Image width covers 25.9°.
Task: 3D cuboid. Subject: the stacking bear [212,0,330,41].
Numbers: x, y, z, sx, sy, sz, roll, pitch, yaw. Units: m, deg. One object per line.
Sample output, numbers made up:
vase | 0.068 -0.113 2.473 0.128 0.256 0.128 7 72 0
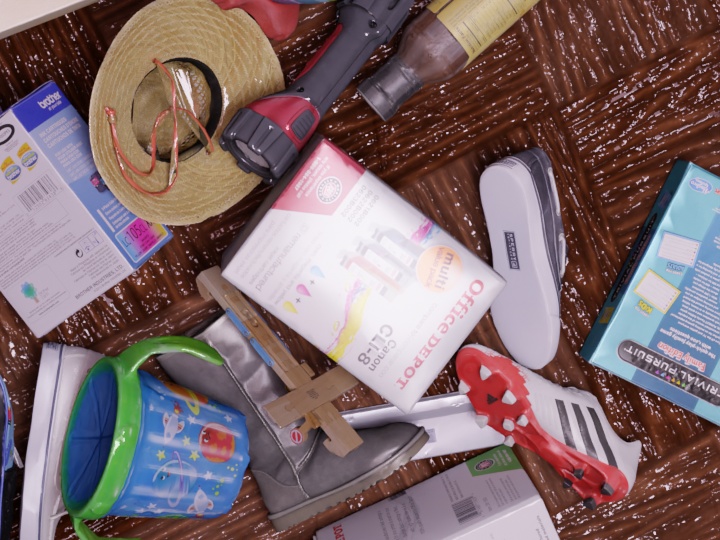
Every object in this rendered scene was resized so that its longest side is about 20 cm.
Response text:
stacking bear | -0.013 -0.275 1.284 0.199 0.121 0.114 -9 72 31

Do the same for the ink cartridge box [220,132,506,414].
ink cartridge box | 0.000 0.000 1.345 0.200 0.145 0.145 37 92 -8

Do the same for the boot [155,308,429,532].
boot | -0.060 0.113 1.391 0.181 0.073 0.200 -28 91 7

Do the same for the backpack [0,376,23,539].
backpack | -0.379 0.147 1.340 0.182 0.135 0.201 6 97 -2

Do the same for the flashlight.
flashlight | -0.038 -0.167 1.340 0.068 0.068 0.200 36 71 0

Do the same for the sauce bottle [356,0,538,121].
sauce bottle | 0.082 -0.212 1.367 0.200 0.065 0.065 -40 98 3

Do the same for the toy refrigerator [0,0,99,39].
toy refrigerator | -0.239 -0.264 1.325 0.199 0.070 0.076 -24 98 -11

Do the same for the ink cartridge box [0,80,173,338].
ink cartridge box | -0.276 -0.063 1.327 0.136 0.076 0.200 -32 101 32

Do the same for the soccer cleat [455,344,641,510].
soccer cleat | 0.170 0.128 1.412 0.200 0.069 0.085 40 50 -2

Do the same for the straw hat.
straw hat | -0.168 -0.138 1.340 0.201 0.085 0.202 -5 98 -38

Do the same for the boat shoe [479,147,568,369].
boat shoe | 0.155 -0.011 1.395 0.068 0.072 0.201 -28 115 -38

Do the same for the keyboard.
keyboard | 0.057 0.145 1.436 0.199 0.011 0.057 -9 102 -3

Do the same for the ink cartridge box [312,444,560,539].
ink cartridge box | 0.069 0.248 1.379 0.199 0.146 0.085 -25 104 0

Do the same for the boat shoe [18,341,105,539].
boat shoe | -0.254 0.168 1.390 0.086 0.075 0.203 8 88 -11

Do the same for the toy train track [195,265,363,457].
toy train track | -0.075 0.082 1.334 0.200 0.115 0.033 50 126 12

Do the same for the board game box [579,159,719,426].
board game box | 0.312 0.023 1.419 0.151 0.047 0.201 26 95 -7

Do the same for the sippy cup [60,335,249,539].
sippy cup | -0.168 0.151 1.317 0.130 0.140 0.178 16 141 -26
